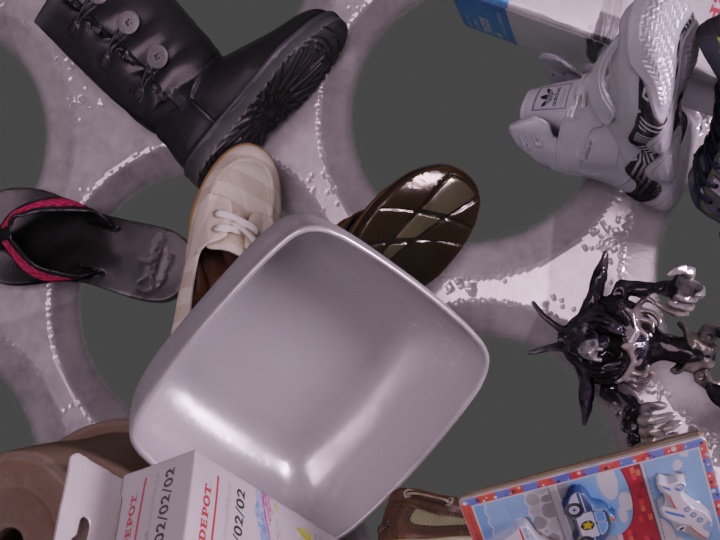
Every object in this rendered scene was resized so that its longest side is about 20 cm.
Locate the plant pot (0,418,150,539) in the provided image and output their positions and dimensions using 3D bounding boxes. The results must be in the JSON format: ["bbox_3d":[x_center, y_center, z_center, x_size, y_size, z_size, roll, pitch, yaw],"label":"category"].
[{"bbox_3d":[-0.187,0.186,0.893,0.197,0.174,0.204,-6,73,19],"label":"plant pot"}]

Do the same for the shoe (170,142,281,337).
[{"bbox_3d":[-0.094,0.009,0.963,0.069,0.053,0.203,15,89,-22],"label":"shoe"}]

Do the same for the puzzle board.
[{"bbox_3d":[0.159,0.199,0.836,0.149,0.017,0.202,-17,117,9],"label":"puzzle board"}]

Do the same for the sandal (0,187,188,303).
[{"bbox_3d":[-0.221,-0.022,1.015,0.197,0.045,0.076,9,82,15],"label":"sandal"}]

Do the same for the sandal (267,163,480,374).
[{"bbox_3d":[0.000,0.000,0.955,0.201,0.081,0.055,-51,38,11],"label":"sandal"}]

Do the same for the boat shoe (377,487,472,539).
[{"bbox_3d":[0.109,0.173,0.892,0.199,0.075,0.076,4,59,6],"label":"boat shoe"}]

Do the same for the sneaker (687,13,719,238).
[{"bbox_3d":[0.241,-0.073,0.852,0.080,0.201,0.075,-16,40,22],"label":"sneaker"}]

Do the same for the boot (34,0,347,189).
[{"bbox_3d":[-0.129,-0.184,1.018,0.165,0.066,0.200,-45,69,1],"label":"boot"}]

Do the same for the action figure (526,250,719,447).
[{"bbox_3d":[0.203,0.053,0.875,0.197,0.102,0.121,7,93,13],"label":"action figure"}]

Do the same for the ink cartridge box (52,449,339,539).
[{"bbox_3d":[-0.091,0.190,0.818,0.067,0.200,0.116,-23,46,31],"label":"ink cartridge box"}]

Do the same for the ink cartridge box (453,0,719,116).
[{"bbox_3d":[0.181,-0.214,0.934,0.198,0.084,0.147,23,85,16],"label":"ink cartridge box"}]

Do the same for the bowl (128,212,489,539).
[{"bbox_3d":[-0.038,0.068,0.897,0.201,0.199,0.075,-49,31,8],"label":"bowl"}]

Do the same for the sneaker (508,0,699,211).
[{"bbox_3d":[0.153,-0.112,0.869,0.113,0.200,0.076,17,69,21],"label":"sneaker"}]
